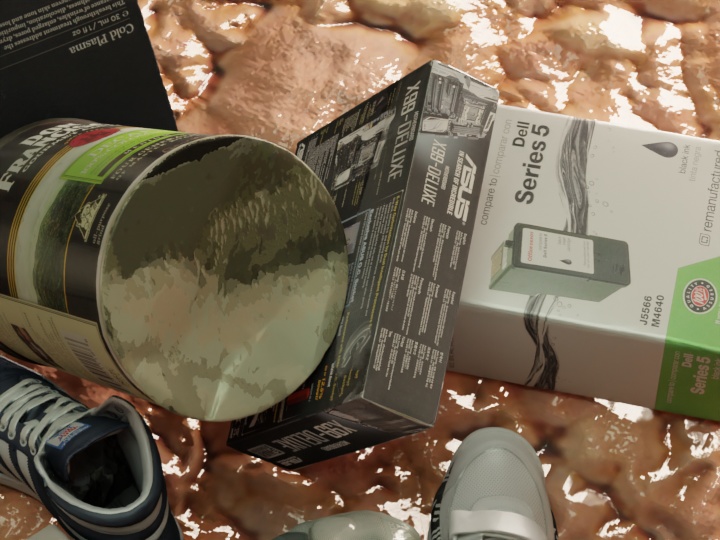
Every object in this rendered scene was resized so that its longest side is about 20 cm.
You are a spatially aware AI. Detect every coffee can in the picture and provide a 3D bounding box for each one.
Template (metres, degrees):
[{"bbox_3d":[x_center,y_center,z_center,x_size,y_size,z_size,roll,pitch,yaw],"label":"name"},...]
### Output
[{"bbox_3d":[-0.120,-0.006,1.007,0.146,0.147,0.200,-44,28,-22],"label":"coffee can"}]

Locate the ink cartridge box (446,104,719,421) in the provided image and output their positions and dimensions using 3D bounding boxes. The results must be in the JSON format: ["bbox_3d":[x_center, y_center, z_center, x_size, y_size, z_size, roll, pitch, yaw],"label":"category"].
[{"bbox_3d":[0.132,-0.008,1.086,0.199,0.084,0.146,10,59,9],"label":"ink cartridge box"}]

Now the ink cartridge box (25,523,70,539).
[{"bbox_3d":[-0.171,0.212,0.894,0.144,0.200,0.085,-32,103,-16],"label":"ink cartridge box"}]

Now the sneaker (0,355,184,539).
[{"bbox_3d":[-0.175,0.090,1.025,0.200,0.109,0.070,39,66,23],"label":"sneaker"}]

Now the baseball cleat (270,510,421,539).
[{"bbox_3d":[0.004,0.175,0.950,0.106,0.070,0.200,-31,32,-21],"label":"baseball cleat"}]

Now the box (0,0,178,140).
[{"bbox_3d":[-0.227,-0.121,1.103,0.199,0.183,0.104,-22,35,-11],"label":"box"}]

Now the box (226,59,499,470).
[{"bbox_3d":[0.000,0.000,1.029,0.050,0.158,0.201,23,65,-24],"label":"box"}]

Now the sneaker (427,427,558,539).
[{"bbox_3d":[0.078,0.160,0.962,0.075,0.115,0.201,9,59,-5],"label":"sneaker"}]
